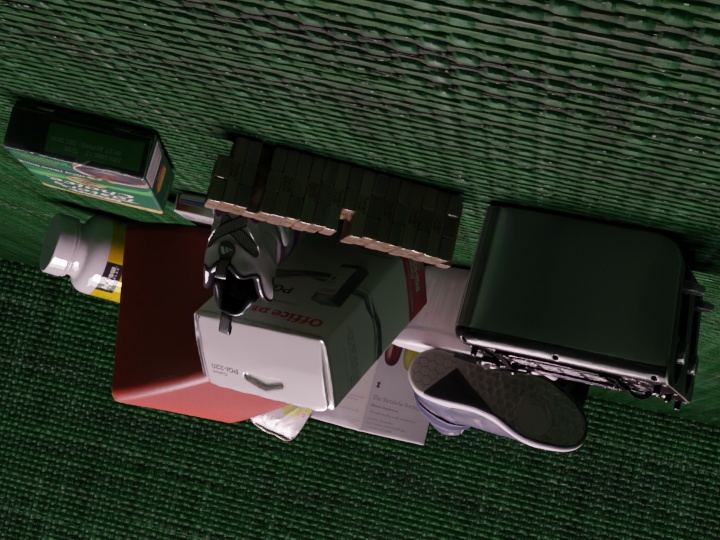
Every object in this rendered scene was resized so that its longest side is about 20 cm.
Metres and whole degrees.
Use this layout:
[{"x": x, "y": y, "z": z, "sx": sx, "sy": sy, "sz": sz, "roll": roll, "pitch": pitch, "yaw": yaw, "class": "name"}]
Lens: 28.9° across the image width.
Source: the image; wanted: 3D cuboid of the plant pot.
[{"x": -0.133, "y": 0.054, "z": 1.538, "sx": 0.176, "sy": 0.200, "sz": 0.200, "roll": -7, "pitch": 164, "yaw": 36, "class": "plant pot"}]

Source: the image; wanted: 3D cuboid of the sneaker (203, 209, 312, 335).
[{"x": -0.100, "y": -0.008, "z": 1.262, "sx": 0.078, "sy": 0.140, "sz": 0.200, "roll": 12, "pitch": 173, "yaw": 16, "class": "sneaker"}]

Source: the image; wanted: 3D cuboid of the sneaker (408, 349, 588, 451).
[{"x": 0.151, "y": 0.154, "z": 1.552, "sx": 0.202, "sy": 0.077, "sz": 0.146, "roll": 22, "pitch": 163, "yaw": 9, "class": "sneaker"}]

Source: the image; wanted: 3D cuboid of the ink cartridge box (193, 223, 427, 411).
[{"x": -0.044, "y": 0.036, "z": 1.342, "sx": 0.145, "sy": 0.085, "sz": 0.200, "roll": 10, "pitch": -144, "yaw": 27, "class": "ink cartridge box"}]

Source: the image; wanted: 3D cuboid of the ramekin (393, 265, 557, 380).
[{"x": 0.137, "y": 0.058, "z": 1.591, "sx": 0.202, "sy": 0.094, "sz": 0.202, "roll": 13, "pitch": 175, "yaw": 1, "class": "ramekin"}]

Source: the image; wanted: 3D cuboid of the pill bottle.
[{"x": -0.328, "y": -0.013, "z": 1.906, "sx": 0.200, "sy": 0.112, "sz": 0.111, "roll": 16, "pitch": 174, "yaw": -25, "class": "pill bottle"}]

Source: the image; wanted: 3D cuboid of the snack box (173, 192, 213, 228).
[{"x": -0.141, "y": -0.050, "z": 1.540, "sx": 0.072, "sy": 0.024, "sz": 0.200, "roll": 11, "pitch": 174, "yaw": 12, "class": "snack box"}]

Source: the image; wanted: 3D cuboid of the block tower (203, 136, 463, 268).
[{"x": -0.017, "y": -0.052, "z": 1.084, "sx": 0.200, "sy": 0.054, "sz": 0.058, "roll": 14, "pitch": 175, "yaw": -9, "class": "block tower"}]

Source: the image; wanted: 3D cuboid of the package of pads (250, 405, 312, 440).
[{"x": -0.065, "y": 0.093, "z": 1.689, "sx": 0.068, "sy": 0.200, "sz": 0.155, "roll": 29, "pitch": -172, "yaw": -14, "class": "package of pads"}]

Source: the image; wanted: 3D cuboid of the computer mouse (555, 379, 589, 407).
[{"x": 0.237, "y": 0.137, "z": 1.659, "sx": 0.138, "sy": 0.053, "sz": 0.200, "roll": -22, "pitch": -166, "yaw": 25, "class": "computer mouse"}]

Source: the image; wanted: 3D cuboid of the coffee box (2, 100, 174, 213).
[{"x": -0.231, "y": -0.095, "z": 1.219, "sx": 0.123, "sy": 0.044, "sz": 0.200, "roll": 14, "pitch": 174, "yaw": -3, "class": "coffee box"}]

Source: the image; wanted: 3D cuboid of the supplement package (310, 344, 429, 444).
[{"x": 0.031, "y": 0.108, "z": 1.785, "sx": 0.114, "sy": 0.200, "sz": 0.109, "roll": 17, "pitch": 174, "yaw": -38, "class": "supplement package"}]

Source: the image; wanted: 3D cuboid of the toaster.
[{"x": 0.176, "y": 0.032, "z": 1.124, "sx": 0.200, "sy": 0.119, "sz": 0.181, "roll": 11, "pitch": 173, "yaw": 21, "class": "toaster"}]
